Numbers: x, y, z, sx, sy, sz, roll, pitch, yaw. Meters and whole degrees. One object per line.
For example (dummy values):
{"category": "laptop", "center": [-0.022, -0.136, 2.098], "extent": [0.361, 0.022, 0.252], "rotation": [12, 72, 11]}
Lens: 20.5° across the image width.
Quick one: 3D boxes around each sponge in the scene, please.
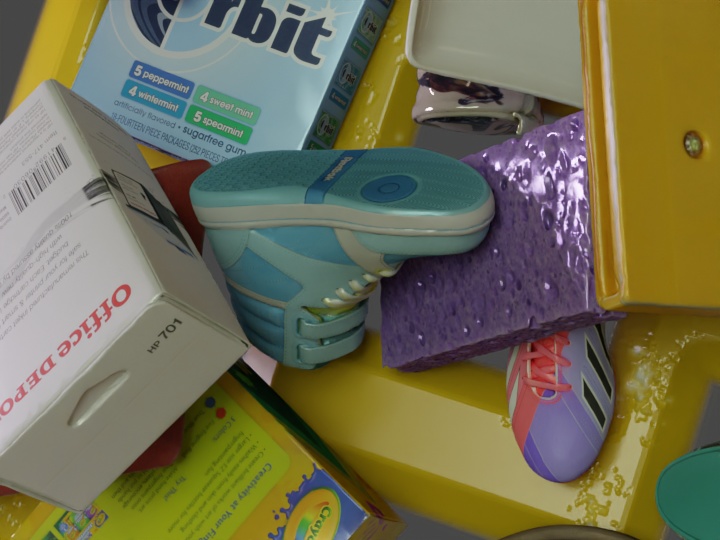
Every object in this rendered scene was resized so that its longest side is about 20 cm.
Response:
{"category": "sponge", "center": [0.076, -0.012, 1.123], "extent": [0.200, 0.030, 0.113], "rotation": [-19, 67, 55]}

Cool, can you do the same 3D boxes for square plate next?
{"category": "square plate", "center": [0.114, -0.192, 1.143], "extent": [0.028, 0.197, 0.202], "rotation": [-8, 73, 59]}

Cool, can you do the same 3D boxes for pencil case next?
{"category": "pencil case", "center": [0.079, -0.173, 1.186], "extent": [0.089, 0.077, 0.202], "rotation": [-6, 75, 47]}

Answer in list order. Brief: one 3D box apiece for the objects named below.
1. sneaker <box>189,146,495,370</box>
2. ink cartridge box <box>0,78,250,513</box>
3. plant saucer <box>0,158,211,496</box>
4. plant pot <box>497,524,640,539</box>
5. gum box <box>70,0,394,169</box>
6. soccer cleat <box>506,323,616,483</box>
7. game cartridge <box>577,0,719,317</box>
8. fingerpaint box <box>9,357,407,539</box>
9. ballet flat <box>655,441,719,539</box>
{"category": "sneaker", "center": [0.000, 0.000, 1.159], "extent": [0.199, 0.079, 0.131], "rotation": [6, 120, 36]}
{"category": "ink cartridge box", "center": [-0.171, 0.013, 1.132], "extent": [0.146, 0.086, 0.200], "rotation": [-43, 49, 11]}
{"category": "plant saucer", "center": [-0.188, 0.033, 1.217], "extent": [0.199, 0.037, 0.201], "rotation": [-13, 60, 31]}
{"category": "plant pot", "center": [0.108, 0.237, 1.087], "extent": [0.199, 0.093, 0.203], "rotation": [-4, 77, 18]}
{"category": "gum box", "center": [-0.073, -0.161, 1.259], "extent": [0.169, 0.045, 0.201], "rotation": [22, 88, 23]}
{"category": "soccer cleat", "center": [0.115, 0.019, 1.136], "extent": [0.066, 0.076, 0.202], "rotation": [6, 81, 21]}
{"category": "game cartridge", "center": [0.211, -0.060, 1.073], "extent": [0.032, 0.199, 0.178], "rotation": [-23, 66, 59]}
{"category": "fingerpaint box", "center": [-0.100, 0.167, 1.187], "extent": [0.167, 0.073, 0.200], "rotation": [42, 95, 23]}
{"category": "ballet flat", "center": [0.248, 0.126, 1.063], "extent": [0.200, 0.072, 0.073], "rotation": [-9, 74, 52]}
